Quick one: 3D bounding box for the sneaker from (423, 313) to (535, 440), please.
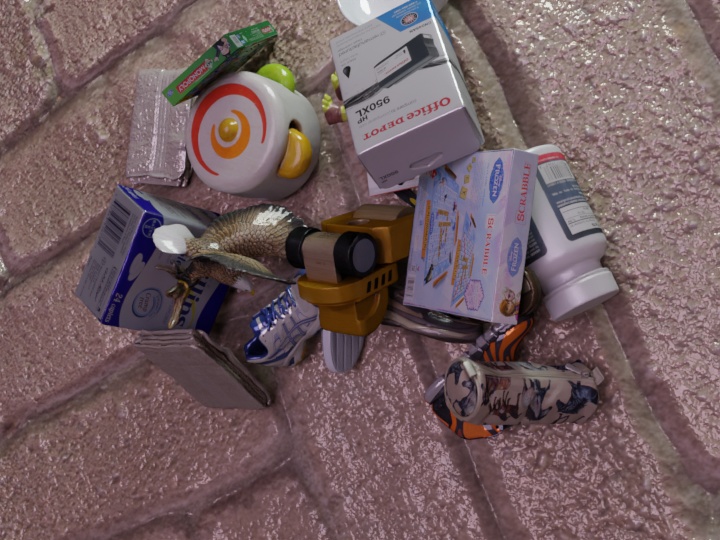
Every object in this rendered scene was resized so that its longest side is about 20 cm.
[{"bbox_3d":[0.183,0.146,1.149,0.112,0.077,0.200,49,118,16],"label":"sneaker"}]

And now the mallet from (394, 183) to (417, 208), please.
[{"bbox_3d":[0.104,-0.089,1.220,0.066,0.041,0.200,-51,63,18],"label":"mallet"}]

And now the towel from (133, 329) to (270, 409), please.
[{"bbox_3d":[-0.236,0.149,1.302,0.132,0.200,0.035,-3,51,32],"label":"towel"}]

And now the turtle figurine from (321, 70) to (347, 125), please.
[{"bbox_3d":[0.035,-0.249,1.191,0.160,0.064,0.202,2,67,27],"label":"turtle figurine"}]

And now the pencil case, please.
[{"bbox_3d":[0.199,0.147,1.067,0.078,0.198,0.090,-116,39,-48],"label":"pencil case"}]

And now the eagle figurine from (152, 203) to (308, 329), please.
[{"bbox_3d":[-0.181,-0.015,1.224,0.199,0.151,0.153,-24,72,26],"label":"eagle figurine"}]

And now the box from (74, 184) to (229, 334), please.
[{"bbox_3d":[-0.302,-0.007,1.329,0.105,0.199,0.185,34,103,42],"label":"box"}]

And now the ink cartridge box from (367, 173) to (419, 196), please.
[{"bbox_3d":[0.057,-0.211,1.242,0.108,0.050,0.202,-9,84,26],"label":"ink cartridge box"}]

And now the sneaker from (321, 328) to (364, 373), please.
[{"bbox_3d":[-0.039,0.049,1.277,0.071,0.073,0.202,-5,83,50],"label":"sneaker"}]

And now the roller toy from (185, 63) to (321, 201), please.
[{"bbox_3d":[-0.164,-0.199,1.308,0.182,0.139,0.201,-31,74,24],"label":"roller toy"}]

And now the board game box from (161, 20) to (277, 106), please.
[{"bbox_3d":[-0.208,-0.316,1.310,0.134,0.200,0.029,-36,100,22],"label":"board game box"}]

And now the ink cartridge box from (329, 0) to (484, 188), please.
[{"bbox_3d":[0.055,-0.223,1.076,0.144,0.084,0.201,-23,57,15],"label":"ink cartridge box"}]

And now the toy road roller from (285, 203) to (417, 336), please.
[{"bbox_3d":[0.000,0.000,1.175,0.122,0.199,0.147,8,113,40],"label":"toy road roller"}]

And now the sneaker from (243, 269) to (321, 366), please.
[{"bbox_3d":[-0.111,0.074,1.251,0.076,0.087,0.201,64,143,40],"label":"sneaker"}]

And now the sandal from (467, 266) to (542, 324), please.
[{"bbox_3d":[0.178,0.022,1.099,0.200,0.054,0.082,166,92,-67],"label":"sandal"}]

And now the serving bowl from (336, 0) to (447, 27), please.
[{"bbox_3d":[0.063,-0.417,1.229,0.199,0.066,0.202,-12,66,29],"label":"serving bowl"}]

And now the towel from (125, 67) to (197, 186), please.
[{"bbox_3d":[-0.334,-0.242,1.461,0.131,0.034,0.202,5,90,28],"label":"towel"}]

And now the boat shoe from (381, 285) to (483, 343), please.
[{"bbox_3d":[0.078,0.049,1.203,0.198,0.074,0.074,14,85,20],"label":"boat shoe"}]

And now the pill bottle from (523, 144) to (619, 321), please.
[{"bbox_3d":[0.240,-0.044,1.096,0.119,0.119,0.201,-29,74,24],"label":"pill bottle"}]

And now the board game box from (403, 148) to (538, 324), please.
[{"bbox_3d":[0.131,-0.044,1.075,0.199,0.041,0.202,10,93,61],"label":"board game box"}]
